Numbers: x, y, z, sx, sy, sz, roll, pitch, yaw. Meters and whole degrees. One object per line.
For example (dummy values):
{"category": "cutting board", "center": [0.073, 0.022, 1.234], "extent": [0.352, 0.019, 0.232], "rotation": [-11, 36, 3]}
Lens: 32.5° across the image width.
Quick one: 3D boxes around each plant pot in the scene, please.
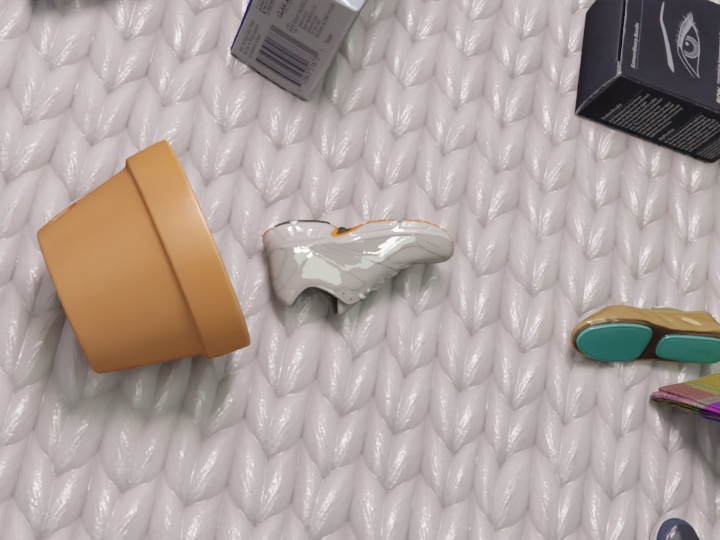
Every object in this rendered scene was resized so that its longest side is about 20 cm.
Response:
{"category": "plant pot", "center": [-0.199, 0.002, 1.105], "extent": [0.139, 0.200, 0.202], "rotation": [-23, 80, -10]}

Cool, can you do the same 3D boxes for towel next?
{"category": "towel", "center": [0.415, 0.139, 1.288], "extent": [0.142, 0.199, 0.023], "rotation": [-8, 101, -26]}

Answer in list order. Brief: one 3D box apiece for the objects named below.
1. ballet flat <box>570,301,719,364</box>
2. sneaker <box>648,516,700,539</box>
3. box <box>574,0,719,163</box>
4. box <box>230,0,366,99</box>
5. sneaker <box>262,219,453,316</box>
{"category": "ballet flat", "center": [0.310, 0.066, 1.349], "extent": [0.198, 0.069, 0.063], "rotation": [8, 41, -21]}
{"category": "sneaker", "center": [0.358, 0.335, 1.215], "extent": [0.076, 0.146, 0.205], "rotation": [-4, 71, -20]}
{"category": "box", "center": [0.364, -0.237, 1.445], "extent": [0.198, 0.104, 0.150], "rotation": [18, 66, -14]}
{"category": "box", "center": [-0.031, -0.316, 1.277], "extent": [0.104, 0.184, 0.201], "rotation": [31, 63, -6]}
{"category": "sneaker", "center": [0.000, 0.000, 1.246], "extent": [0.197, 0.076, 0.093], "rotation": [-2, 79, -14]}
